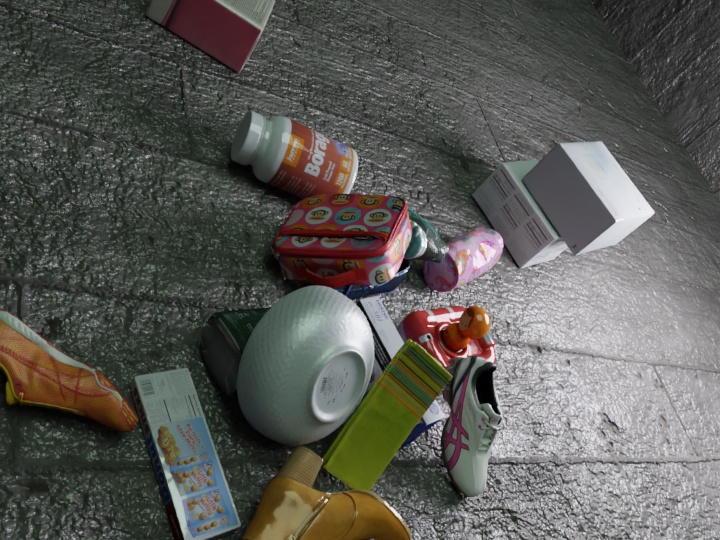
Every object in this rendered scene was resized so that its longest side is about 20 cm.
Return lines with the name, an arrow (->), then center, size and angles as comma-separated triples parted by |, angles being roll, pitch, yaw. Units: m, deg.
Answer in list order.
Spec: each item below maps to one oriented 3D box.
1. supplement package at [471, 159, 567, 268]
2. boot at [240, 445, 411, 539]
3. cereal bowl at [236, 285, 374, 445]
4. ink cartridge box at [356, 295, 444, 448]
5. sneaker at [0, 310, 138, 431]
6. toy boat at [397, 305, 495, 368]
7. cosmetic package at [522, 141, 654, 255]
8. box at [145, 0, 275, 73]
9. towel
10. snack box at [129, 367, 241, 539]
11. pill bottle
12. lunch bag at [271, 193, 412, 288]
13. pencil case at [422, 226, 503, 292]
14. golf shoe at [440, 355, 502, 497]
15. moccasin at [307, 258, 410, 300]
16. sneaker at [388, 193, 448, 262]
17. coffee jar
supplement package -> 0.371, -0.127, 1.524 | 0.154, 0.111, 0.202 | -12, 65, -45
boot -> -0.039, 0.322, 0.823 | 0.200, 0.071, 0.145 | 39, 48, -10
cereal bowl -> -0.052, 0.128, 0.863 | 0.198, 0.205, 0.083 | -9, 25, -45
ink cartridge box -> 0.034, 0.148, 1.005 | 0.044, 0.094, 0.202 | -9, 62, -44
sneaker -> -0.333, 0.125, 0.747 | 0.198, 0.073, 0.078 | 33, 62, -8
toy boat -> 0.157, 0.105, 1.120 | 0.197, 0.131, 0.132 | -4, 58, -42
cosmetic package -> 0.481, -0.157, 1.464 | 0.198, 0.123, 0.202 | -13, 65, -44
box -> -0.275, -0.488, 1.288 | 0.197, 0.109, 0.129 | 28, 42, -17
towel -> 0.036, 0.195, 0.910 | 0.086, 0.201, 0.018 | 39, -6, -19
snack box -> -0.204, 0.211, 0.800 | 0.071, 0.024, 0.203 | -2, 58, -43
pill bottle -> -0.111, -0.188, 1.162 | 0.197, 0.112, 0.114 | 20, 44, -26
lunch bag -> -0.030, -0.040, 1.053 | 0.196, 0.083, 0.178 | 2, 40, 22
pencil case -> 0.194, -0.024, 1.308 | 0.088, 0.088, 0.199 | 51, 39, 10
golf shoe -> 0.165, 0.228, 1.011 | 0.071, 0.091, 0.205 | 2, 82, -32
moccasin -> 0.000, 0.000, 1.126 | 0.198, 0.068, 0.081 | -13, 64, -46
sneaker -> 0.091, -0.068, 1.231 | 0.090, 0.079, 0.201 | 18, 24, -27
coffee jar -> -0.107, 0.097, 0.933 | 0.197, 0.086, 0.105 | -8, 45, -43
